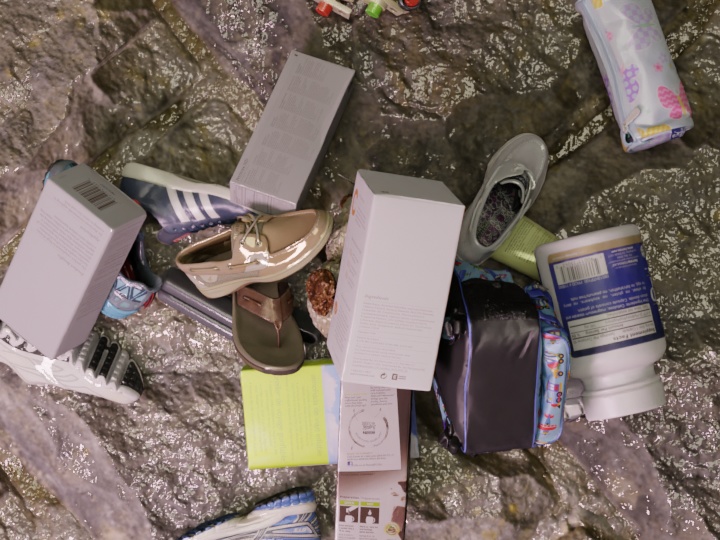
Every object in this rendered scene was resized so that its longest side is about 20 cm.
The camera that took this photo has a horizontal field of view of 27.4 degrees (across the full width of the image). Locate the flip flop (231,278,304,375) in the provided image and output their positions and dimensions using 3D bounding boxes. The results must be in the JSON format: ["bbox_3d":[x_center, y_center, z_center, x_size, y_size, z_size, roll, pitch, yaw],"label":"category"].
[{"bbox_3d":[-0.108,0.031,1.706,0.081,0.058,0.200,0,57,-12],"label":"flip flop"}]

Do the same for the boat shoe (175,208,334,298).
[{"bbox_3d":[-0.121,-0.028,1.667,0.200,0.065,0.072,-20,43,31],"label":"boat shoe"}]

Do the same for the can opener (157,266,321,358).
[{"bbox_3d":[-0.145,0.053,1.753,0.200,0.053,0.066,25,53,5],"label":"can opener"}]

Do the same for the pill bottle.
[{"bbox_3d":[0.270,0.058,1.628,0.120,0.120,0.200,-13,88,3],"label":"pill bottle"}]

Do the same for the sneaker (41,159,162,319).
[{"bbox_3d":[-0.292,-0.047,1.725,0.095,0.079,0.200,-21,101,37],"label":"sneaker"}]

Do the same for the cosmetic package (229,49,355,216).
[{"bbox_3d":[-0.078,-0.157,1.722,0.082,0.051,0.200,20,62,5],"label":"cosmetic package"}]

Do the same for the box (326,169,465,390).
[{"bbox_3d":[0.034,0.008,1.543,0.097,0.124,0.200,7,104,-10],"label":"box"}]

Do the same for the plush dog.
[{"bbox_3d":[0.000,0.000,1.695,0.160,0.200,0.172,19,75,39],"label":"plush dog"}]

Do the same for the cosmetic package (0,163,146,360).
[{"bbox_3d":[-0.331,-0.009,1.671,0.102,0.074,0.200,38,121,11],"label":"cosmetic package"}]

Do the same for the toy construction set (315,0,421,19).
[{"bbox_3d":[0.025,-0.376,1.748,0.131,0.092,0.200,31,96,-18],"label":"toy construction set"}]

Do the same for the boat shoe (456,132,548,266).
[{"bbox_3d":[0.166,-0.088,1.689,0.072,0.069,0.200,46,60,-7],"label":"boat shoe"}]

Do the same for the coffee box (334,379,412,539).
[{"bbox_3d":[0.016,0.197,1.639,0.080,0.113,0.200,3,101,2],"label":"coffee box"}]

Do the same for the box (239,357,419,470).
[{"bbox_3d":[-0.035,0.163,1.717,0.200,0.048,0.122,-4,97,4],"label":"box"}]

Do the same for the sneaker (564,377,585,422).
[{"bbox_3d":[0.196,0.129,1.707,0.200,0.075,0.116,-16,79,-7],"label":"sneaker"}]

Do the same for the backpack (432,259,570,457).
[{"bbox_3d":[0.140,0.082,1.614,0.134,0.200,0.183,-3,116,-6],"label":"backpack"}]

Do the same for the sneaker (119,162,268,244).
[{"bbox_3d":[-0.193,-0.065,1.753,0.200,0.075,0.085,15,91,12],"label":"sneaker"}]

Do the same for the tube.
[{"bbox_3d":[0.218,-0.015,1.726,0.200,0.058,0.052,30,120,9],"label":"tube"}]

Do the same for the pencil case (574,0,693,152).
[{"bbox_3d":[0.315,-0.237,1.716,0.091,0.083,0.200,-14,83,-19],"label":"pencil case"}]

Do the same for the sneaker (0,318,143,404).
[{"bbox_3d":[-0.352,0.109,1.755,0.200,0.075,0.081,27,121,-3],"label":"sneaker"}]

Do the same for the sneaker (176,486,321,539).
[{"bbox_3d":[-0.137,0.322,1.711,0.200,0.077,0.085,-21,88,3],"label":"sneaker"}]
